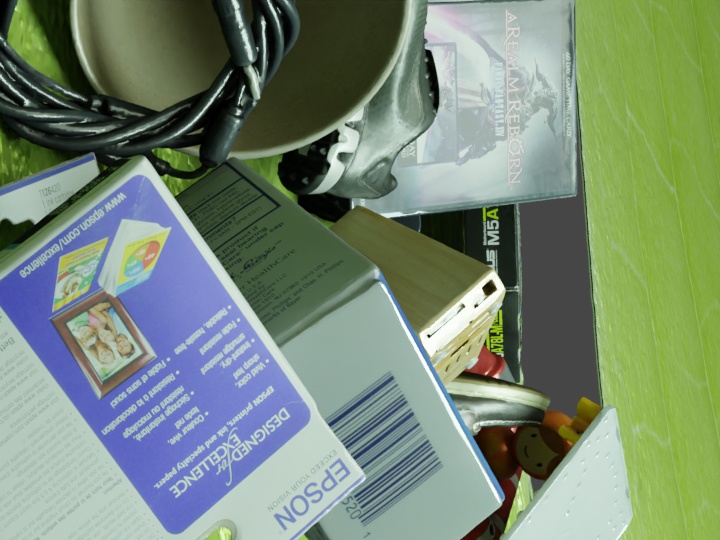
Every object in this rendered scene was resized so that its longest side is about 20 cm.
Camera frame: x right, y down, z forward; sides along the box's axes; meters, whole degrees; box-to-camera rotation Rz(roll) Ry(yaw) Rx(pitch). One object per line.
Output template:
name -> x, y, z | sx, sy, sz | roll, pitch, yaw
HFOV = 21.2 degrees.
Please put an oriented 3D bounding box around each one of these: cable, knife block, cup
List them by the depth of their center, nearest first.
cable -> -0.126, -0.134, 1.061 | 0.200, 0.163, 0.051 | 27, 23, -37
cup -> -0.078, -0.190, 1.169 | 0.201, 0.200, 0.144 | 58, 10, -35
knife block -> 0.000, 0.000, 1.216 | 0.176, 0.064, 0.200 | 46, -16, 11

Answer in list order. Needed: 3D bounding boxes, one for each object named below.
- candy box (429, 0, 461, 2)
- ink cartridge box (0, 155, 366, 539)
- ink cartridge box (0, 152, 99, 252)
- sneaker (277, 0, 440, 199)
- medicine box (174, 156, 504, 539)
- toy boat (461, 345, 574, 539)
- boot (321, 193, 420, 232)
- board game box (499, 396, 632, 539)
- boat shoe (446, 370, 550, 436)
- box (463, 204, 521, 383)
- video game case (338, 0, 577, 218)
candy box -> 0.043, -0.305, 1.504 | 0.168, 0.071, 0.201 | 43, 24, -50
ink cartridge box -> -0.127, 0.083, 0.916 | 0.198, 0.043, 0.200 | -39, 105, -18
ink cartridge box -> -0.175, 0.057, 1.002 | 0.198, 0.047, 0.201 | -31, 105, -62
sneaker -> 0.017, -0.135, 1.241 | 0.090, 0.066, 0.201 | 18, 92, -39
medicine box -> -0.035, 0.058, 1.104 | 0.200, 0.103, 0.183 | 40, -17, 56
toy boat -> 0.101, 0.137, 1.425 | 0.131, 0.130, 0.200 | 63, 30, -28
boot -> -0.020, -0.099, 1.385 | 0.097, 0.074, 0.201 | -168, -127, -90
board game box -> 0.122, 0.209, 1.382 | 0.200, 0.026, 0.200 | -49, 152, -17
boat shoe -> 0.040, 0.099, 1.338 | 0.199, 0.073, 0.065 | 8, 90, -26
box -> 0.104, -0.036, 1.528 | 0.193, 0.047, 0.201 | 84, 6, -67
video game case -> 0.069, -0.114, 1.329 | 0.199, 0.019, 0.144 | -8, 101, -33
